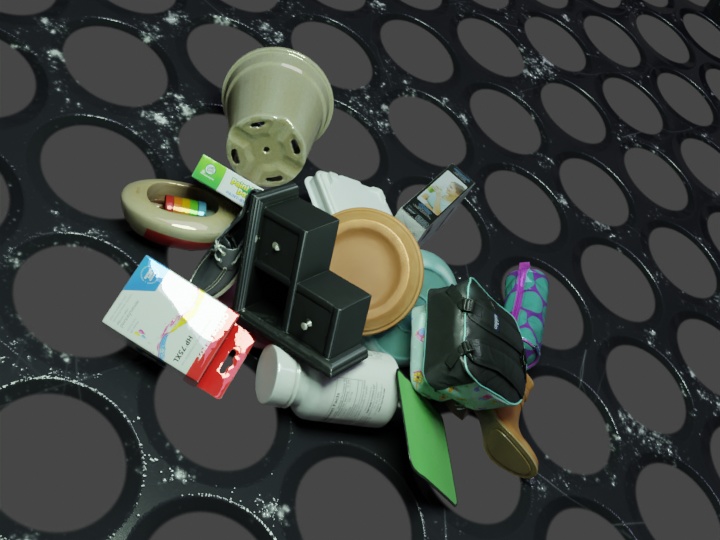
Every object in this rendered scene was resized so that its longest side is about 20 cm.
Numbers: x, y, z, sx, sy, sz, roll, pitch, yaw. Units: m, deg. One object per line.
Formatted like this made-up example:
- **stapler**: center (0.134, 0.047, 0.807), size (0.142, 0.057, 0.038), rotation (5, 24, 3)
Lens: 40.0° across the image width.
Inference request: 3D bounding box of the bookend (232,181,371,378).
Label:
- **bookend**: center (-0.071, 0.012, 1.405), size (0.199, 0.201, 0.092), rotation (30, 32, 27)

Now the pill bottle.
- **pill bottle**: center (-0.050, 0.168, 1.473), size (0.198, 0.115, 0.115), rotation (11, 49, -26)

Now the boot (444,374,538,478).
- **boot**: center (0.247, 0.237, 1.648), size (0.200, 0.077, 0.155), rotation (41, 42, 17)

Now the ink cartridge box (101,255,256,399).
- **ink cartridge box**: center (-0.254, 0.084, 1.413), size (0.199, 0.067, 0.117), rotation (32, 72, -6)

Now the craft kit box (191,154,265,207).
- **craft kit box**: center (-0.175, -0.117, 1.591), size (0.196, 0.049, 0.200), rotation (27, 1, -9)

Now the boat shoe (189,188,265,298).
- **boat shoe**: center (-0.197, -0.040, 1.460), size (0.073, 0.200, 0.063), rotation (44, 5, 33)

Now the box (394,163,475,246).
- **box**: center (0.119, -0.102, 1.807), size (0.060, 0.117, 0.200), rotation (41, 45, 7)

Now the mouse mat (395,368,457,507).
- **mouse mat**: center (0.100, 0.254, 1.490), size (0.200, 0.007, 0.162), rotation (49, 27, -50)

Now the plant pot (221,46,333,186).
- **plant pot**: center (-0.148, -0.244, 1.661), size (0.199, 0.201, 0.184), rotation (24, 33, -14)

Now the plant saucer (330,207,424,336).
- **plant saucer**: center (0.000, 0.000, 1.535), size (0.197, 0.037, 0.203), rotation (0, 84, 3)

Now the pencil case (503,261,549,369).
- **pencil case**: center (0.291, 0.085, 1.783), size (0.201, 0.084, 0.093), rotation (-72, 147, -46)

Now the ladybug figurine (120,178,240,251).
- **ladybug figurine**: center (-0.279, -0.081, 1.546), size (0.198, 0.072, 0.136), rotation (12, 33, -15)

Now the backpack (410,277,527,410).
- **backpack**: center (0.171, 0.129, 1.542), size (0.199, 0.152, 0.178), rotation (27, 52, -40)

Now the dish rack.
- **dish rack**: center (0.002, -0.089, 1.656), size (0.170, 0.044, 0.201), rotation (15, 37, -35)

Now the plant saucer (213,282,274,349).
- **plant saucer**: center (-0.155, 0.045, 1.552), size (0.199, 0.051, 0.202), rotation (19, 47, -21)

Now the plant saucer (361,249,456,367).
- **plant saucer**: center (0.079, 0.066, 1.600), size (0.198, 0.202, 0.027), rotation (7, 12, -28)
